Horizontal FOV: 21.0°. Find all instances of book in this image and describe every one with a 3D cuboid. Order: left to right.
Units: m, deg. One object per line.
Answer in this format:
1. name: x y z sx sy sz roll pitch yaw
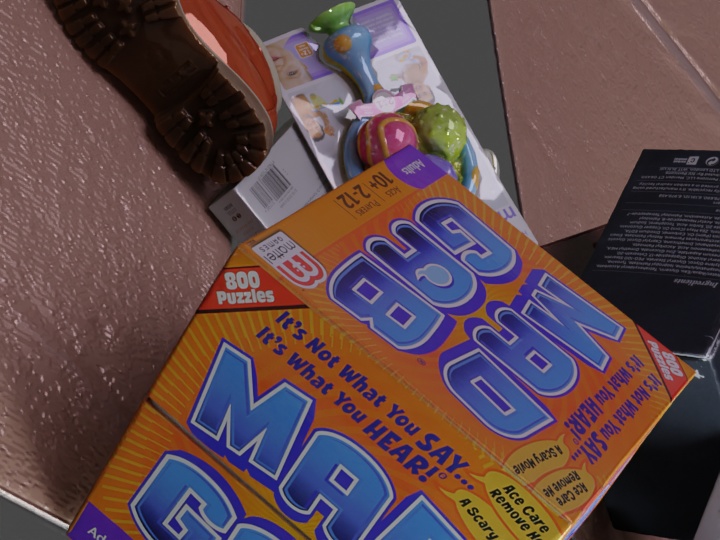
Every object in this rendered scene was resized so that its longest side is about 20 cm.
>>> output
1. book: 0.000 0.000 1.261 0.200 0.048 0.134 51 34 -9

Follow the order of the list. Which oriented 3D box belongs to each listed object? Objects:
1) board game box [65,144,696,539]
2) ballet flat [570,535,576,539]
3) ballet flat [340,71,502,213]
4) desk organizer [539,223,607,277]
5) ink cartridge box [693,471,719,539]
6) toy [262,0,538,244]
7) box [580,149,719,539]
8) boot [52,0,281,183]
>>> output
1. board game box: 0.013 0.093 0.996 0.200 0.200 0.200 38 29 10
2. ballet flat: 0.104 0.152 1.249 0.067 0.046 0.202 -160 -127 -72
3. ballet flat: 0.053 -0.071 1.319 0.201 0.072 0.072 49 29 17
4. desk organizer: 0.144 0.025 1.415 0.200 0.072 0.077 -17 75 -58
5. ink cartridge box: 0.295 0.132 1.276 0.116 0.068 0.201 24 87 -50
6. toy: 0.028 -0.089 1.259 0.115 0.047 0.201 -23 73 -25
7. box: 0.241 0.054 1.363 0.197 0.123 0.201 -60 141 -37
8. boot: -0.120 -0.155 1.211 0.201 0.075 0.107 55 23 -13
